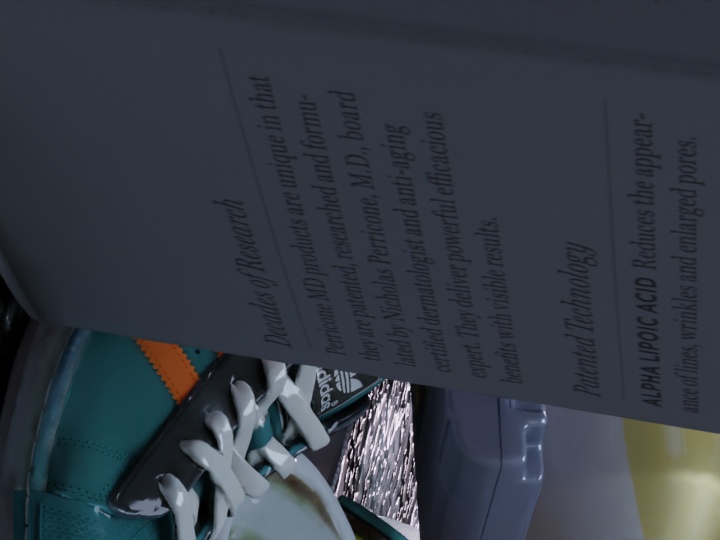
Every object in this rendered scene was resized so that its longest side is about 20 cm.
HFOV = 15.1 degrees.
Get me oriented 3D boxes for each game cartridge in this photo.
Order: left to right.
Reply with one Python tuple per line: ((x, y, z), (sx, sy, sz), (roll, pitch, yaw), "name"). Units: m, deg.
((0.038, 0.000, 0.956), (0.133, 0.041, 0.201), (89, 0, -64), "game cartridge")

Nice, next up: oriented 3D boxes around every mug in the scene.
((0.101, 0.045, 1.055), (0.149, 0.186, 0.154), (21, 53, -39), "mug")

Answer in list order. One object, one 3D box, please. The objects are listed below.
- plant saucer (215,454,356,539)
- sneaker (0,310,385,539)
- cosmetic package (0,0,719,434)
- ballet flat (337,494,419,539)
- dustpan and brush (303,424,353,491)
((-0.033, 0.152, 0.814), (0.200, 0.050, 0.201), (-10, 90, -75), "plant saucer")
((-0.035, 0.024, 0.690), (0.071, 0.080, 0.200), (88, 16, -47), "sneaker")
((0.023, -0.079, 0.591), (0.165, 0.199, 0.165), (75, 27, -62), "cosmetic package")
((0.004, 0.129, 1.061), (0.067, 0.067, 0.200), (-59, 164, -2), "ballet flat")
((0.000, 0.000, 0.900), (0.200, 0.057, 0.140), (75, 27, -66), "dustpan and brush")
